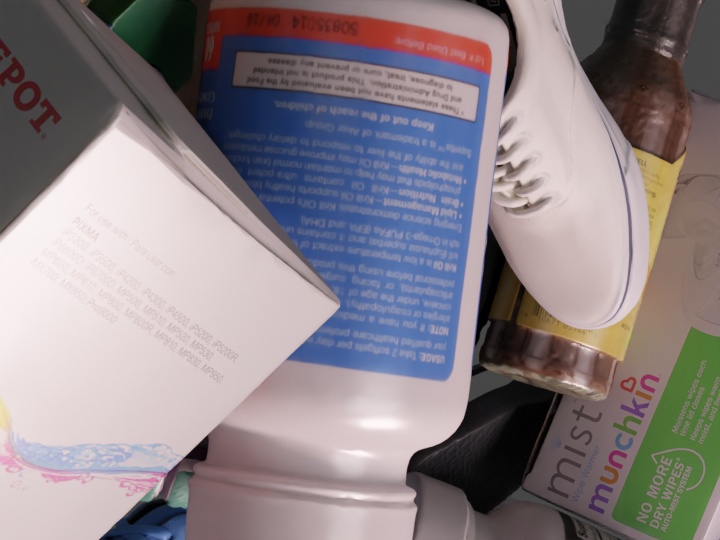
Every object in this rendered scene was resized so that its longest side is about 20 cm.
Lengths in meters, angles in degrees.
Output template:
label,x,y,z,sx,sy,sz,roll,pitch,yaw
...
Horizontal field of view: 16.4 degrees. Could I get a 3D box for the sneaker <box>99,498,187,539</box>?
label,x,y,z,sx,sy,sz,roll,pitch,yaw
sneaker,-0.100,0.128,1.039,0.199,0.066,0.079,-8,112,-45

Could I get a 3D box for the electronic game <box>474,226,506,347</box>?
label,x,y,z,sx,sy,sz,roll,pitch,yaw
electronic game,0.000,0.000,1.062,0.199,0.041,0.201,-30,133,-39

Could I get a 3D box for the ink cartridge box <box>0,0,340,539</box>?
label,x,y,z,sx,sy,sz,roll,pitch,yaw
ink cartridge box,-0.139,0.007,0.803,0.200,0.145,0.145,-43,142,5

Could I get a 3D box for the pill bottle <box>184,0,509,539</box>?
label,x,y,z,sx,sy,sz,roll,pitch,yaw
pill bottle,-0.012,0.003,0.897,0.112,0.112,0.202,10,86,-50

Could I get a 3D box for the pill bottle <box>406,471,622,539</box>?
label,x,y,z,sx,sy,sz,roll,pitch,yaw
pill bottle,0.093,0.172,1.105,0.199,0.116,0.116,25,101,-12

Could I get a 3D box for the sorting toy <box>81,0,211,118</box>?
label,x,y,z,sx,sy,sz,roll,pitch,yaw
sorting toy,-0.070,-0.130,0.894,0.185,0.036,0.200,-46,142,-12

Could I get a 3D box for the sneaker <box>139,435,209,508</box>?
label,x,y,z,sx,sy,sz,roll,pitch,yaw
sneaker,-0.078,0.039,0.949,0.199,0.074,0.088,6,104,-27

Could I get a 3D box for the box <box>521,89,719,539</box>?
label,x,y,z,sx,sy,sz,roll,pitch,yaw
box,0.175,0.039,1.190,0.201,0.096,0.176,-66,156,-3

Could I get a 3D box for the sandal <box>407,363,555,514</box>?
label,x,y,z,sx,sy,sz,roll,pitch,yaw
sandal,0.070,0.070,1.201,0.200,0.043,0.076,-25,143,-47

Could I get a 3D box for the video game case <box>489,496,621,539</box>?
label,x,y,z,sx,sy,sz,roll,pitch,yaw
video game case,0.054,0.215,1.299,0.182,0.022,0.201,25,97,-52

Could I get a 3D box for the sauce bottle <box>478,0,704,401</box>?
label,x,y,z,sx,sy,sz,roll,pitch,yaw
sauce bottle,0.110,-0.044,1.104,0.065,0.064,0.201,24,84,-52

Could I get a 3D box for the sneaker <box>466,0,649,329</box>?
label,x,y,z,sx,sy,sz,roll,pitch,yaw
sneaker,0.058,-0.060,1.005,0.071,0.073,0.201,-44,118,-51
